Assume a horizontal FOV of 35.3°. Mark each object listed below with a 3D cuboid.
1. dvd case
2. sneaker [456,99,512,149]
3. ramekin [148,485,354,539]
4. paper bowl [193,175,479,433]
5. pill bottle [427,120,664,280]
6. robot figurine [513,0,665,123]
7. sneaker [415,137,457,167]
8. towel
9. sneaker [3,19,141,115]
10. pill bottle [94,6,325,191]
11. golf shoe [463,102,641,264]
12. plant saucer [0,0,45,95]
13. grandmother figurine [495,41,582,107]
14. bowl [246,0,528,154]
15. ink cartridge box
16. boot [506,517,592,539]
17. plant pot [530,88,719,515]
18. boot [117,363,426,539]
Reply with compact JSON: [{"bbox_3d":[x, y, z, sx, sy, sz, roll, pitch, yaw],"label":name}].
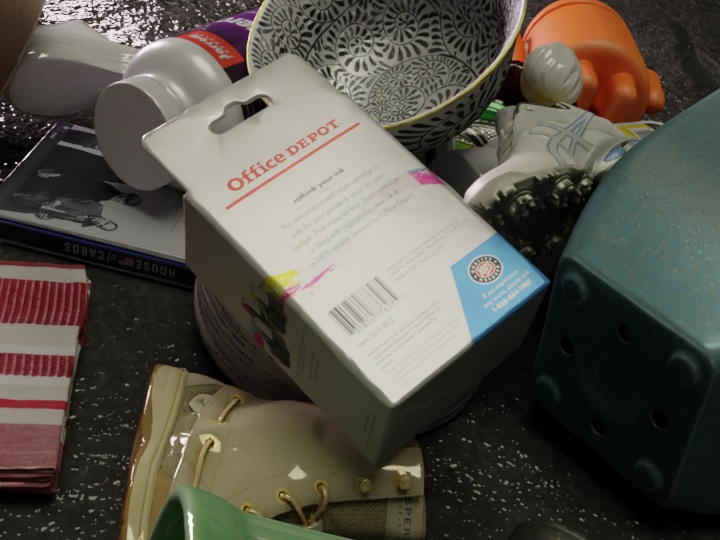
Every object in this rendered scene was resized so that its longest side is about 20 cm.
[{"bbox_3d":[-0.157,-0.048,0.832,0.198,0.025,0.151,15,33,2],"label":"dvd case"},{"bbox_3d":[0.064,-0.094,0.941,0.198,0.078,0.086,8,60,3],"label":"sneaker"},{"bbox_3d":[-0.033,0.180,0.376,0.097,0.201,0.201,12,32,-14],"label":"ramekin"},{"bbox_3d":[0.000,0.000,0.716,0.199,0.105,0.202,13,39,-11],"label":"paper bowl"},{"bbox_3d":[0.151,-0.051,0.857,0.198,0.115,0.114,-8,38,-28],"label":"pill bottle"},{"bbox_3d":[0.211,-0.192,1.089,0.142,0.117,0.201,-17,30,13],"label":"robot figurine"},{"bbox_3d":[0.039,-0.166,0.899,0.080,0.077,0.202,0,59,10],"label":"sneaker"},{"bbox_3d":[-0.237,0.054,0.656,0.142,0.023,0.201,4,32,-9],"label":"towel"},{"bbox_3d":[-0.199,-0.162,0.903,0.199,0.076,0.089,8,37,-45],"label":"sneaker"},{"bbox_3d":[-0.100,-0.128,0.847,0.112,0.113,0.200,28,36,23],"label":"pill bottle"},{"bbox_3d":[0.108,-0.063,0.726,0.097,0.079,0.199,44,34,22],"label":"golf shoe"},{"bbox_3d":[-0.289,-0.183,0.837,0.034,0.201,0.201,25,21,-37],"label":"plant saucer"},{"bbox_3d":[0.131,-0.151,0.965,0.120,0.061,0.200,9,-3,-17],"label":"grandmother figurine"},{"bbox_3d":[0.028,-0.145,0.797,0.199,0.094,0.202,-11,53,14],"label":"bowl"},{"bbox_3d":[-0.014,-0.013,0.600,0.115,0.068,0.200,-34,67,-27],"label":"ink cartridge box"},{"bbox_3d":[0.127,0.205,0.520,0.198,0.068,0.131,19,37,24],"label":"boot"},{"bbox_3d":[0.217,0.031,0.695,0.199,0.198,0.196,-21,45,-31],"label":"plant pot"},{"bbox_3d":[-0.041,0.128,0.564,0.154,0.073,0.201,9,30,-8],"label":"boot"}]
